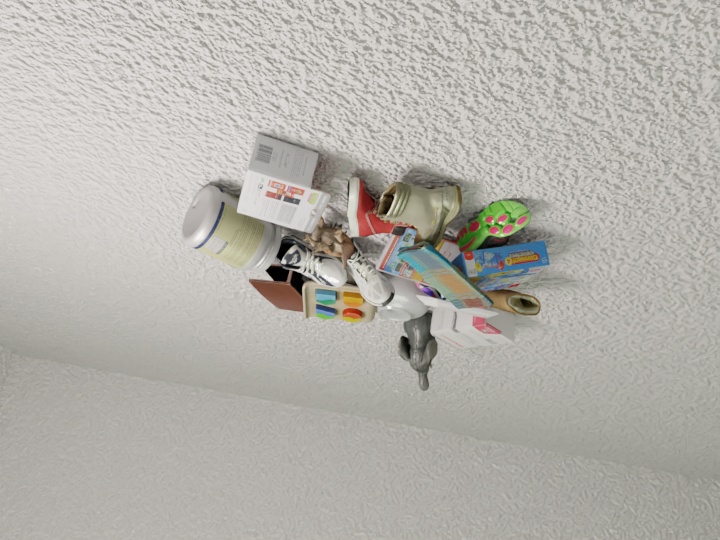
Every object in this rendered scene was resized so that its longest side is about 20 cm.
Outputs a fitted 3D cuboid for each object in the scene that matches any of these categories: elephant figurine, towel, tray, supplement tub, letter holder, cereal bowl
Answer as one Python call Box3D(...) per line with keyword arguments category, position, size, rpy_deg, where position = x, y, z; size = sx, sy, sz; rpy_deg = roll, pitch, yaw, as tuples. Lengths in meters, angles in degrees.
Box3D(category="elephant figurine", position=(0.178, 0.231, 2.051), size=(0.152, 0.205, 0.141), rpy_deg=(20, 156, -22))
Box3D(category="towel", position=(0.176, 0.015, 1.479), size=(0.199, 0.022, 0.146), rpy_deg=(41, 163, -13))
Box3D(category="tray", position=(0.245, 0.093, 1.765), size=(0.196, 0.023, 0.107), rpy_deg=(13, 176, -23))
Box3D(category="supplement tub", position=(-0.294, -0.089, 1.606), size=(0.198, 0.148, 0.143), rpy_deg=(28, 152, -34))
Box3D(category="letter holder", position=(-0.199, 0.029, 1.895), size=(0.139, 0.103, 0.200), rpy_deg=(3, 156, 23))
Box3D(category="cereal bowl", position=(0.100, 0.084, 1.907), size=(0.195, 0.085, 0.201), rpy_deg=(9, 158, 4))

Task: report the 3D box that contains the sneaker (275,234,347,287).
Box3D(category="sneaker", position=(-0.131, -0.019, 1.664), size=(0.198, 0.080, 0.129), rpy_deg=(38, -164, 14))

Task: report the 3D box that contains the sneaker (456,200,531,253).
Box3D(category="sneaker", position=(0.285, -0.091, 1.461), size=(0.082, 0.079, 0.199), rpy_deg=(-6, 167, -35))

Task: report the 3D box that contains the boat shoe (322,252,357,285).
Box3D(category="boat shoe", position=(-0.064, -0.010, 1.797), size=(0.196, 0.069, 0.057), rpy_deg=(18, 172, -15))

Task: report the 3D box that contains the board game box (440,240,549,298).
Box3D(category="board game box", position=(0.290, 0.000, 1.552), size=(0.191, 0.057, 0.200), rpy_deg=(-9, 167, -11))

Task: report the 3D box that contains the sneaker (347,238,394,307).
Box3D(category="sneaker", position=(0.000, 0.000, 1.669), size=(0.201, 0.075, 0.116), rpy_deg=(48, 180, 42))

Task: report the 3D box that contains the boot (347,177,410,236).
Box3D(category="boot", position=(0.043, -0.132, 1.469), size=(0.140, 0.074, 0.201), rpy_deg=(2, 157, 6))

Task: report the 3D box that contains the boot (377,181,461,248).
Box3D(category="boot", position=(0.105, -0.109, 1.428), size=(0.151, 0.074, 0.201), rpy_deg=(3, 148, -17))

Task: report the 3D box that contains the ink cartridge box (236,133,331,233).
Box3D(category="ink cartridge box", position=(-0.153, -0.171, 1.435), size=(0.171, 0.086, 0.200), rpy_deg=(16, 157, -11))

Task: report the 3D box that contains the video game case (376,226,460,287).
Box3D(category="video game case", position=(0.151, -0.030, 1.629), size=(0.195, 0.018, 0.145), rpy_deg=(17, 129, -14))

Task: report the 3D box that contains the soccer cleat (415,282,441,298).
Box3D(category="soccer cleat", position=(0.157, 0.017, 1.756), size=(0.072, 0.070, 0.199), rpy_deg=(5, 158, 36))

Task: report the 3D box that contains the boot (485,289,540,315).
Box3D(category="boot", position=(0.316, 0.062, 1.699), size=(0.171, 0.068, 0.199), rpy_deg=(6, -176, -19))

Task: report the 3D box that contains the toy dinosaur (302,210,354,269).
Box3D(category="toy dinosaur", position=(-0.059, -0.064, 1.577), size=(0.199, 0.086, 0.135), rpy_deg=(40, -179, 39))

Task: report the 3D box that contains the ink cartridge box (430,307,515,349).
Box3D(category="ink cartridge box", position=(0.316, 0.153, 1.965), size=(0.197, 0.087, 0.144), rpy_deg=(-16, 145, 43))

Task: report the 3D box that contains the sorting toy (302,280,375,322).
Box3D(category="sorting toy", position=(-0.054, 0.091, 1.838), size=(0.194, 0.037, 0.187), rpy_deg=(2, 149, -2))
